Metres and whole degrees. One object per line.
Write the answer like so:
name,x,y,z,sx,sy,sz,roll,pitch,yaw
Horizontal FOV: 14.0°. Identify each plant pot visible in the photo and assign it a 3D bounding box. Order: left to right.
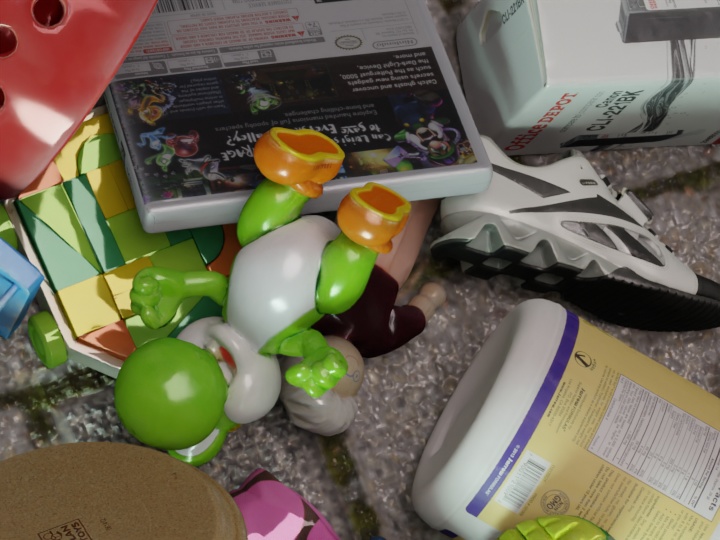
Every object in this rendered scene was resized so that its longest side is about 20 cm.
plant pot,-0.215,-0.165,1.570,0.182,0.200,0.200,32,70,-14

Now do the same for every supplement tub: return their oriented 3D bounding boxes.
supplement tub,0.145,0.121,1.646,0.200,0.145,0.145,30,71,-6

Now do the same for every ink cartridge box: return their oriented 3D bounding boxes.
ink cartridge box,0.172,-0.128,1.718,0.200,0.144,0.084,-3,77,-15

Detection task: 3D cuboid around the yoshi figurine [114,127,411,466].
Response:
yoshi figurine,-0.065,0.027,1.572,0.112,0.112,0.200,21,114,-28

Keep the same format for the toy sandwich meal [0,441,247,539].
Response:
toy sandwich meal,-0.151,0.169,1.526,0.205,0.205,0.070,-20,126,-18

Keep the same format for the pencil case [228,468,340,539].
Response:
pencil case,-0.093,0.201,1.599,0.200,0.091,0.094,-39,119,-18

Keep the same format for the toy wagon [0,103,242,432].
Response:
toy wagon,-0.117,0.003,1.665,0.155,0.040,0.200,-22,82,-18

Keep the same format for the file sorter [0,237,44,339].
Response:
file sorter,-0.290,-0.006,1.571,0.200,0.139,0.123,41,73,-1

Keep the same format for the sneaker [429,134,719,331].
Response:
sneaker,0.139,-0.024,1.711,0.200,0.074,0.089,21,65,-24

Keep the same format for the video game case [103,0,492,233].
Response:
video game case,-0.045,-0.103,1.670,0.200,0.023,0.182,-7,49,-15

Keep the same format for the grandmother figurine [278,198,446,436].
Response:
grandmother figurine,0.000,0.000,1.681,0.121,0.061,0.200,26,69,-18

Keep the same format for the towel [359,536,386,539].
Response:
towel,0.019,0.247,1.554,0.112,0.049,0.200,-36,108,-54

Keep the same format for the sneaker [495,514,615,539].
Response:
sneaker,0.100,0.197,1.599,0.084,0.200,0.074,0,52,-24
